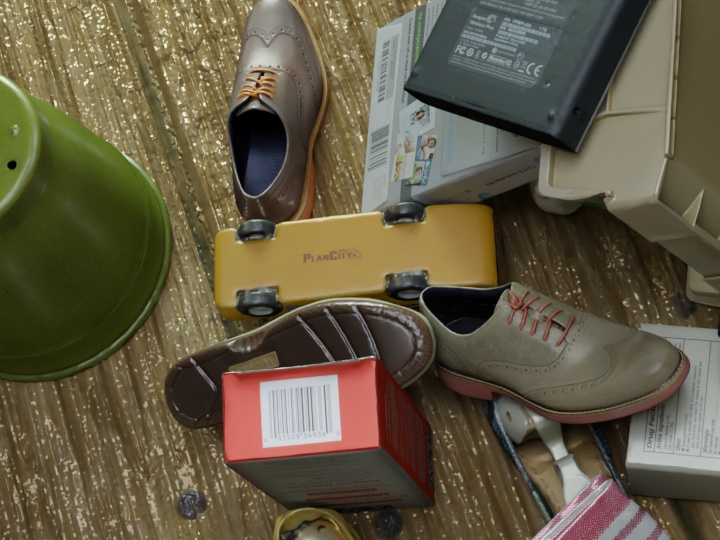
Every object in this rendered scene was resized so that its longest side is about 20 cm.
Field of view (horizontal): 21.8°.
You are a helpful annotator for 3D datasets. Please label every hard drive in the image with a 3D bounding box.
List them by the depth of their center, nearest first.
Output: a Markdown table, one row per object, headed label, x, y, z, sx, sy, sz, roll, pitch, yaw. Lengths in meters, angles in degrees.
| label | x | y | z | sx | sy | sz | roll | pitch | yaw |
| --- | --- | --- | --- | --- | --- | --- | --- | --- | --- |
| hard drive | 0.124 | -0.185 | 1.195 | 0.139 | 0.033 | 0.200 | 23 | 85 | 44 |

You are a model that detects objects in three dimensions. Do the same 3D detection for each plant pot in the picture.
| label | x | y | z | sx | sy | sz | roll | pitch | yaw |
| --- | --- | --- | --- | --- | --- | --- | --- | --- | --- |
| plant pot | -0.259 | -0.046 | 1.338 | 0.200 | 0.193 | 0.201 | -5 | 67 | 11 |

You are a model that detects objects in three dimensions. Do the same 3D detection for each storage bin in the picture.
| label | x | y | z | sx | sy | sz | roll | pitch | yaw |
| --- | --- | --- | --- | --- | --- | --- | --- | --- | --- |
| storage bin | 0.214 | -0.097 | 1.240 | 0.094 | 0.200 | 0.199 | -9 | 64 | 36 |

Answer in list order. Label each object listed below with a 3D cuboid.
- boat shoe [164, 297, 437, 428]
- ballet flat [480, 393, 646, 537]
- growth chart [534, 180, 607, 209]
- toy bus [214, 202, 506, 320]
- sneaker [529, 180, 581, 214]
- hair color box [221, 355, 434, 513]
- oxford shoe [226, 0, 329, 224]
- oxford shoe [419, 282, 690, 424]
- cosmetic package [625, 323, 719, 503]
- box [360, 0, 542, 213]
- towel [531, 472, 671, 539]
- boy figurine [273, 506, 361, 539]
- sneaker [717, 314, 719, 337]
| label | x | y | z | sx | sy | sz | roll | pitch | yaw |
| --- | --- | --- | --- | --- | --- | --- | --- | --- | --- |
| boat shoe | -0.035 | 0.061 | 1.295 | 0.202 | 0.075 | 0.075 | -10 | 87 | 23 |
| ballet flat | 0.136 | 0.123 | 1.251 | 0.074 | 0.074 | 0.200 | -29 | 65 | 0 |
| growth chart | 0.180 | -0.129 | 1.323 | 0.018 | 0.145 | 0.200 | -24 | 58 | 49 |
| toy bus | 0.000 | 0.000 | 1.324 | 0.200 | 0.078 | 0.065 | -7 | 67 | 10 |
| sneaker | 0.123 | -0.131 | 1.364 | 0.099 | 0.078 | 0.200 | -14 | 68 | 30 |
| hair color box | -0.017 | 0.112 | 1.213 | 0.101 | 0.200 | 0.061 | -6 | 72 | 9 |
| oxford shoe | -0.064 | -0.126 | 1.393 | 0.071 | 0.073 | 0.200 | -7 | 67 | 10 |
| oxford shoe | 0.118 | 0.049 | 1.220 | 0.200 | 0.075 | 0.070 | 3 | 45 | 39 |
| cosmetic package | 0.279 | 0.100 | 1.225 | 0.200 | 0.073 | 0.104 | 5 | 68 | 15 |
| box | 0.078 | -0.126 | 1.310 | 0.200 | 0.041 | 0.156 | -22 | 58 | 52 |
| towel | 0.169 | 0.247 | 1.179 | 0.146 | 0.030 | 0.200 | -44 | 92 | -4 |
| boy figurine | 0.017 | 0.228 | 1.237 | 0.124 | 0.064 | 0.200 | -39 | 69 | -2 |
| sneaker | 0.295 | 0.063 | 1.147 | 0.146 | 0.077 | 0.203 | 2 | 56 | 0 |
